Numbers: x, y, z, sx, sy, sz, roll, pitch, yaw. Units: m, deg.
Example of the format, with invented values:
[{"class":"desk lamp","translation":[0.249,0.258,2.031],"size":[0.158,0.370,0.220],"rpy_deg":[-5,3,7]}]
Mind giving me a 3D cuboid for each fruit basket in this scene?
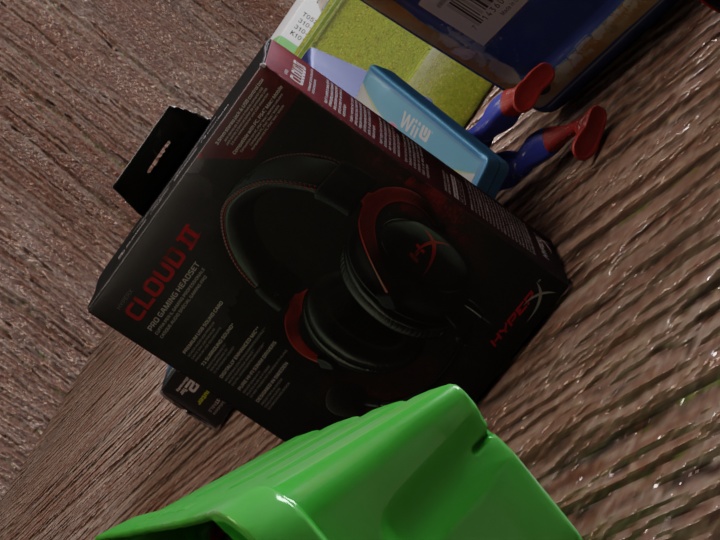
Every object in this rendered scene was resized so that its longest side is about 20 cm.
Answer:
[{"class":"fruit basket","translation":[-0.031,0.151,0.492],"size":[0.215,0.156,0.216],"rpy_deg":[-39,4,3]}]

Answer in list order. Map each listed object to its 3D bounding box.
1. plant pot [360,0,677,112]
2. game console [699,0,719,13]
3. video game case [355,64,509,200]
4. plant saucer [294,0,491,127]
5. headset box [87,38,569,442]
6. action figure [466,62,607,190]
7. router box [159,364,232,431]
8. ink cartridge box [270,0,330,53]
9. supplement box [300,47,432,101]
[{"class":"plant pot","translation":[0.102,-0.222,0.859],"size":[0.200,0.200,0.180],"rpy_deg":[-42,22,52]},{"class":"game console","translation":[0.152,-0.252,0.695],"size":[0.119,0.200,0.173],"rpy_deg":[-43,16,52]},{"class":"video game case","translation":[0.000,0.000,0.836],"size":[0.200,0.018,0.143],"rpy_deg":[-64,35,16]},{"class":"plant saucer","translation":[0.011,-0.159,1.175],"size":[0.200,0.048,0.200],"rpy_deg":[31,86,47]},{"class":"headset box","translation":[-0.024,-0.004,0.726],"size":[0.149,0.200,0.075],"rpy_deg":[-52,11,14]},{"class":"action figure","translation":[0.053,-0.042,0.861],"size":[0.099,0.065,0.200],"rpy_deg":[-56,11,-22]},{"class":"router box","translation":[-0.089,0.021,1.293],"size":[0.200,0.062,0.150],"rpy_deg":[-53,12,15]},{"class":"ink cartridge box","translation":[0.007,-0.204,1.325],"size":[0.200,0.146,0.084],"rpy_deg":[-58,10,-10]},{"class":"supplement box","translation":[-0.039,-0.038,1.055],"size":[0.200,0.109,0.109],"rpy_deg":[-47,36,36]}]
